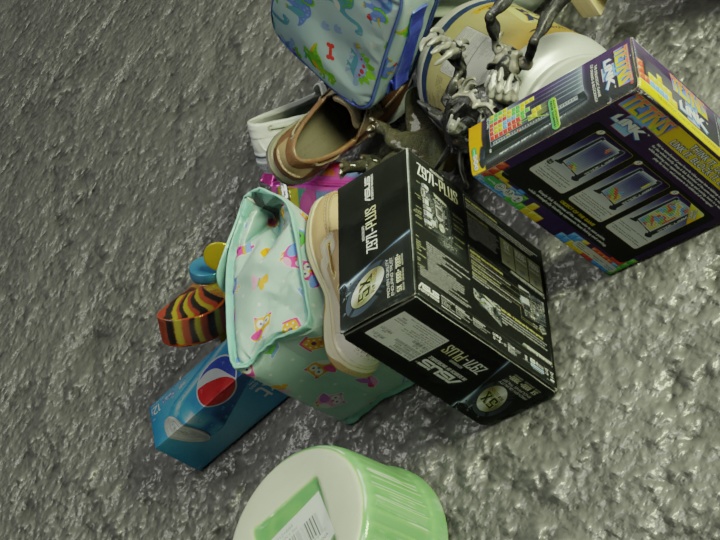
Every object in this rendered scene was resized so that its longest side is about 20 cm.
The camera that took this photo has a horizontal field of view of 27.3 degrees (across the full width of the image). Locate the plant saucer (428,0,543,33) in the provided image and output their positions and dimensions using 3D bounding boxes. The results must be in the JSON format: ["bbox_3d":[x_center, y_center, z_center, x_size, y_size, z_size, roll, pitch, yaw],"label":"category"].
[{"bbox_3d":[0.098,-0.274,1.521,0.200,0.200,0.050,1,86,48],"label":"plant saucer"}]

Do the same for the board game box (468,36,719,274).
[{"bbox_3d":[0.214,-0.089,1.231,0.165,0.200,0.057,-28,48,32],"label":"board game box"}]

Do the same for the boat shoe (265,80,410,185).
[{"bbox_3d":[-0.011,-0.163,1.543,0.200,0.076,0.072,-47,9,-21],"label":"boat shoe"}]

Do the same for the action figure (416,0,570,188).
[{"bbox_3d":[0.108,-0.172,1.267,0.119,0.102,0.200,32,101,29],"label":"action figure"}]

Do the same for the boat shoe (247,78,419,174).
[{"bbox_3d":[-0.029,-0.175,1.609,0.200,0.067,0.074,-30,27,-15],"label":"boat shoe"}]

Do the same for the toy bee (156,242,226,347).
[{"bbox_3d":[-0.135,0.013,1.628,0.108,0.131,0.200,5,54,24],"label":"toy bee"}]

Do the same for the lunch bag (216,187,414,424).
[{"bbox_3d":[-0.048,0.027,1.462,0.122,0.170,0.200,-35,47,26],"label":"lunch bag"}]

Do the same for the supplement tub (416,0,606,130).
[{"bbox_3d":[0.158,-0.166,1.398,0.145,0.144,0.200,-54,37,3],"label":"supplement tub"}]

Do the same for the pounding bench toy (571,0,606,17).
[{"bbox_3d":[0.294,-0.307,1.365,0.200,0.124,0.156,-55,37,3],"label":"pounding bench toy"}]

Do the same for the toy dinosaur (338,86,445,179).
[{"bbox_3d":[0.041,-0.101,1.461,0.102,0.077,0.200,15,44,18],"label":"toy dinosaur"}]

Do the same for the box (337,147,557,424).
[{"bbox_3d":[0.076,0.017,1.309,0.086,0.200,0.164,-29,45,31],"label":"box"}]

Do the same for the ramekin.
[{"bbox_3d":[-0.027,0.255,1.334,0.200,0.098,0.201,-28,45,32],"label":"ramekin"}]

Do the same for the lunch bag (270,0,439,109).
[{"bbox_3d":[-0.003,-0.264,1.443,0.161,0.200,0.082,42,58,17],"label":"lunch bag"}]

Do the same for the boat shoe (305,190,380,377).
[{"bbox_3d":[0.000,0.000,1.361,0.069,0.074,0.200,-47,42,39],"label":"boat shoe"}]

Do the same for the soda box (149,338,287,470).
[{"bbox_3d":[-0.133,0.123,1.575,0.200,0.068,0.064,-41,39,19],"label":"soda box"}]

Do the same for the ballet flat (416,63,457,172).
[{"bbox_3d":[0.093,-0.190,1.558,0.063,0.069,0.200,-23,48,18],"label":"ballet flat"}]

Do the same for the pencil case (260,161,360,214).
[{"bbox_3d":[-0.018,-0.077,1.581,0.200,0.088,0.089,8,70,49],"label":"pencil case"}]
